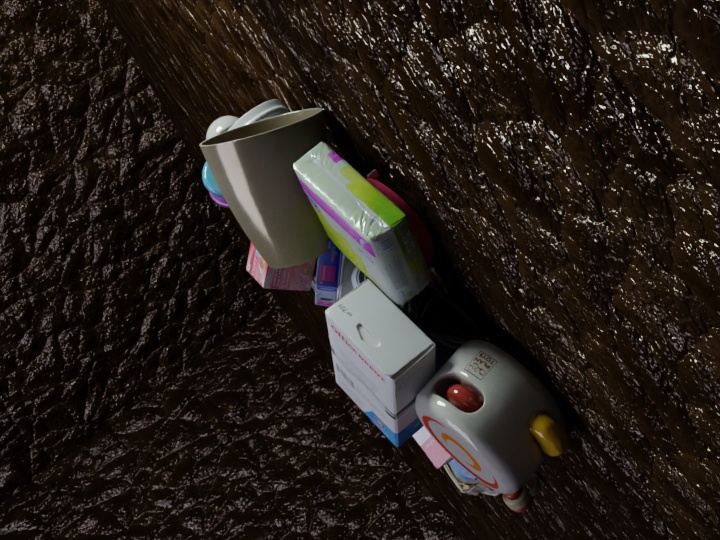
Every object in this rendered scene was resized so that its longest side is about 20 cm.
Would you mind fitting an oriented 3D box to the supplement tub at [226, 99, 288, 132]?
[{"bbox_3d":[-0.118,-0.157,1.728,0.201,0.144,0.144,54,171,7],"label":"supplement tub"}]

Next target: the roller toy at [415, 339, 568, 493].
[{"bbox_3d":[0.177,0.190,1.445,0.182,0.140,0.200,44,167,1],"label":"roller toy"}]

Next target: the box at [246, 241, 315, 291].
[{"bbox_3d":[-0.128,-0.076,1.909,0.103,0.094,0.203,38,120,60],"label":"box"}]

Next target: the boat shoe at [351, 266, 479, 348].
[{"bbox_3d":[0.080,0.047,1.529,0.199,0.072,0.068,34,169,-6],"label":"boat shoe"}]

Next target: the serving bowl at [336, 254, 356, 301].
[{"bbox_3d":[0.000,0.000,1.713,0.200,0.065,0.203,-172,90,-88],"label":"serving bowl"}]

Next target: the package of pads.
[{"bbox_3d":[0.003,-0.060,1.455,0.200,0.068,0.155,45,169,39],"label":"package of pads"}]

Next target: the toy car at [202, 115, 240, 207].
[{"bbox_3d":[-0.218,-0.183,2.021,0.176,0.150,0.199,55,-157,13],"label":"toy car"}]

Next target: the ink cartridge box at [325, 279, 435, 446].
[{"bbox_3d":[0.031,0.132,1.513,0.146,0.085,0.201,44,157,28],"label":"ink cartridge box"}]

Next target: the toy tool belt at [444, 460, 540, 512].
[{"bbox_3d":[0.206,0.322,1.848,0.123,0.125,0.200,50,175,-35],"label":"toy tool belt"}]

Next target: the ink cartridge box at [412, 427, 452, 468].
[{"bbox_3d":[0.120,0.183,1.673,0.201,0.147,0.086,54,130,12],"label":"ink cartridge box"}]

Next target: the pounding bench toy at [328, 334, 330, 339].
[{"bbox_3d":[0.052,0.168,1.980,0.200,0.155,0.125,42,165,54],"label":"pounding bench toy"}]

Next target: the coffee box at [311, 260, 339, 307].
[{"bbox_3d":[-0.017,0.013,1.921,0.080,0.114,0.200,58,170,-21],"label":"coffee box"}]

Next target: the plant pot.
[{"bbox_3d":[-0.117,-0.113,1.579,0.187,0.185,0.202,-150,43,-70],"label":"plant pot"}]

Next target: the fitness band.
[{"bbox_3d":[0.049,-0.063,1.530,0.144,0.037,0.200,53,172,14],"label":"fitness band"}]

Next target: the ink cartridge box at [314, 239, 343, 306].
[{"bbox_3d":[-0.048,-0.019,1.698,0.200,0.041,0.121,116,160,-78],"label":"ink cartridge box"}]

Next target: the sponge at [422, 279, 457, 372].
[{"bbox_3d":[0.117,0.119,1.593,0.201,0.111,0.030,52,172,18],"label":"sponge"}]
